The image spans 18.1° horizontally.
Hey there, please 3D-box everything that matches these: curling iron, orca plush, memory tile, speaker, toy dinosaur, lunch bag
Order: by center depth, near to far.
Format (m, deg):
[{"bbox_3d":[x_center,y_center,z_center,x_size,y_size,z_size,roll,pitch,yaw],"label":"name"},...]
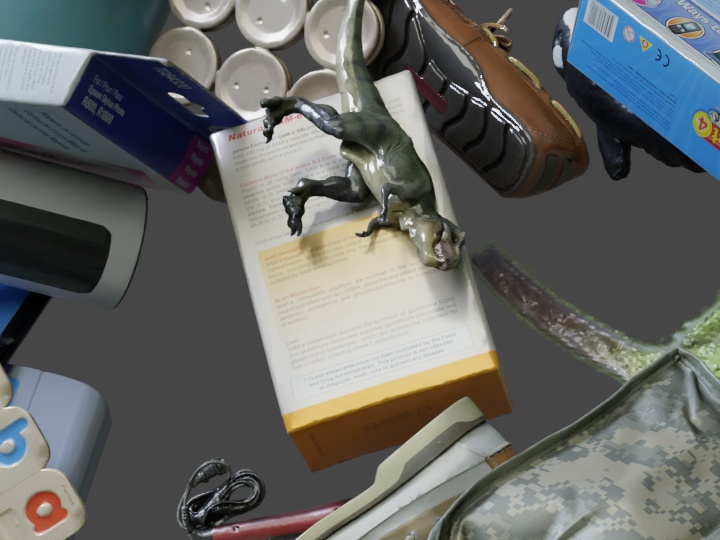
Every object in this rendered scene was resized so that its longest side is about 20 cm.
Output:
[{"bbox_3d":[0.115,0.161,1.092,0.200,0.164,0.118,-31,50,-24],"label":"lunch bag"},{"bbox_3d":[-0.006,0.127,1.258,0.200,0.026,0.050,-3,89,9],"label":"curling iron"},{"bbox_3d":[-0.007,-0.069,1.271,0.088,0.047,0.200,-15,62,-12],"label":"toy dinosaur"},{"bbox_3d":[-0.234,-0.038,1.353,0.200,0.081,0.081,15,51,-19],"label":"speaker"},{"bbox_3d":[0.179,-0.082,1.356,0.200,0.071,0.105,35,25,27],"label":"orca plush"},{"bbox_3d":[-0.059,-0.137,1.409,0.153,0.017,0.200,17,93,22],"label":"memory tile"}]

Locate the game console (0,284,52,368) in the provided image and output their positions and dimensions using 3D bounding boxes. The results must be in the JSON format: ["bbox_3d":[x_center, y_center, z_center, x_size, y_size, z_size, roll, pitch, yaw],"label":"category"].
[{"bbox_3d":[-0.295,0.001,1.350,0.118,0.171,0.200,-24,23,30],"label":"game console"}]

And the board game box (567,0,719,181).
[{"bbox_3d":[0.257,-0.114,1.292,0.196,0.056,0.200,-18,46,-33],"label":"board game box"}]

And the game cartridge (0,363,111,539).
[{"bbox_3d":[-0.253,0.109,1.327,0.200,0.040,0.133,1,42,12],"label":"game cartridge"}]

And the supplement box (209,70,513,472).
[{"bbox_3d":[0.000,0.000,1.304,0.126,0.074,0.200,-17,64,4],"label":"supplement box"}]

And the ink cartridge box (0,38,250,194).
[{"bbox_3d":[-0.172,-0.090,1.331,0.200,0.196,0.043,10,81,20],"label":"ink cartridge box"}]

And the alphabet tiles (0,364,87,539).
[{"bbox_3d":[-0.260,0.138,1.256,0.196,0.015,0.200,-32,85,5],"label":"alphabet tiles"}]

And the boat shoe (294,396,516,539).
[{"bbox_3d":[0.004,0.157,1.206,0.200,0.075,0.068,-42,81,5],"label":"boat shoe"}]

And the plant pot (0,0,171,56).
[{"bbox_3d":[-0.212,-0.187,1.454,0.200,0.201,0.161,4,67,19],"label":"plant pot"}]

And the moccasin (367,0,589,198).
[{"bbox_3d":[0.066,-0.124,1.397,0.078,0.074,0.201,-10,42,-45],"label":"moccasin"}]
